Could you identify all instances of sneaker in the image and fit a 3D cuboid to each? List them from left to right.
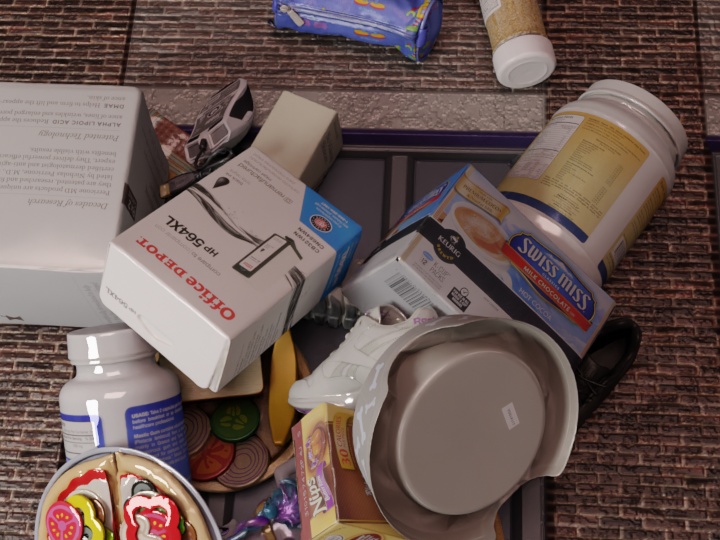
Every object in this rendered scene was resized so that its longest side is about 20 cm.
[{"bbox_3d":[0.000,0.000,1.143,0.200,0.075,0.116,17,64,-1],"label":"sneaker"},{"bbox_3d":[0.009,0.088,1.015,0.075,0.200,0.100,18,65,-38],"label":"sneaker"},{"bbox_3d":[0.200,0.117,1.065,0.076,0.091,0.200,38,75,8],"label":"sneaker"}]

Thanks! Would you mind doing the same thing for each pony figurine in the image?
[{"bbox_3d":[-0.048,0.264,1.000,0.200,0.167,0.193,-29,68,-32],"label":"pony figurine"}]

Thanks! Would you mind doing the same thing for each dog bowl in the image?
[{"bbox_3d":[0.083,0.127,0.909,0.200,0.200,0.059,-40,29,-13],"label":"dog bowl"}]

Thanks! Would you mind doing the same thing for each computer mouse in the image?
[{"bbox_3d":[-0.150,-0.141,1.184,0.110,0.044,0.200,-29,28,29],"label":"computer mouse"}]

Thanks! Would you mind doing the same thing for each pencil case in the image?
[{"bbox_3d":[-0.007,-0.297,1.256,0.200,0.078,0.087,16,40,10],"label":"pencil case"}]

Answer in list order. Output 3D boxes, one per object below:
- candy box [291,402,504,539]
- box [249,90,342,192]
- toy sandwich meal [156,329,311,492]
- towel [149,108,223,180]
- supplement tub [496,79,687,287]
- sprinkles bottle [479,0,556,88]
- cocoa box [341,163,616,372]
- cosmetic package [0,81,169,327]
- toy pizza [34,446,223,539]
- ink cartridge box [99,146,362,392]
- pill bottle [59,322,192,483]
[{"bbox_3d":[0.037,0.202,0.982,0.200,0.056,0.117,20,44,-32],"label":"candy box"},{"bbox_3d":[-0.094,-0.085,1.173,0.068,0.082,0.200,24,72,13],"label":"box"},{"bbox_3d":[-0.139,0.118,1.095,0.205,0.070,0.206,-1,67,3],"label":"toy sandwich meal"},{"bbox_3d":[-0.246,-0.074,1.209,0.147,0.022,0.200,35,73,15],"label":"towel"},{"bbox_3d":[0.228,-0.081,1.118,0.144,0.144,0.200,35,73,16],"label":"supplement tub"},{"bbox_3d":[0.169,-0.309,1.258,0.068,0.068,0.200,-10,67,-1],"label":"sprinkles bottle"},{"bbox_3d":[0.112,0.026,1.042,0.200,0.133,0.131,43,63,-7],"label":"cocoa box"},{"bbox_3d":[-0.297,-0.061,1.106,0.165,0.165,0.200,2,68,2],"label":"cosmetic package"},{"bbox_3d":[-0.206,0.253,0.954,0.200,0.032,0.201,3,99,21],"label":"toy pizza"},{"bbox_3d":[-0.117,-0.006,1.016,0.146,0.084,0.200,37,47,12],"label":"ink cartridge box"},{"bbox_3d":[-0.219,0.152,1.025,0.112,0.112,0.200,-6,93,1],"label":"pill bottle"}]
